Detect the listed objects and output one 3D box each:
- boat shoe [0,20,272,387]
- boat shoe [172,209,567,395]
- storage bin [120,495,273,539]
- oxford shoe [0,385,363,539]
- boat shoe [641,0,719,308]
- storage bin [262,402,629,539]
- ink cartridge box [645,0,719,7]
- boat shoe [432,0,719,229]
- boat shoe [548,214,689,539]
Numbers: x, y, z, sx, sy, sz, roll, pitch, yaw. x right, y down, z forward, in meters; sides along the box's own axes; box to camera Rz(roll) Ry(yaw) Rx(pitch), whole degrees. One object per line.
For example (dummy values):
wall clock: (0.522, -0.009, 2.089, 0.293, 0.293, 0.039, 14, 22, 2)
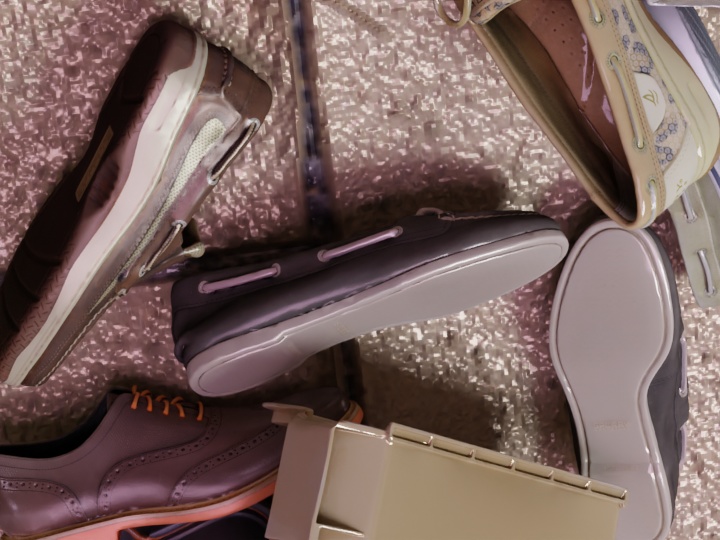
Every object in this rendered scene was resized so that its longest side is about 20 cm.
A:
boat shoe: (-0.108, -0.018, 0.978, 0.075, 0.075, 0.203, 22, 117, -26)
boat shoe: (0.000, 0.000, 1.002, 0.199, 0.057, 0.067, -20, 157, 1)
storage bin: (-0.112, 0.217, 1.089, 0.199, 0.135, 0.146, -27, 121, 10)
oxford shoe: (-0.097, 0.091, 1.050, 0.199, 0.071, 0.073, -20, 100, -7)
boat shoe: (0.160, -0.054, 0.987, 0.062, 0.072, 0.200, -22, 123, 14)
storage bin: (0.021, 0.184, 1.009, 0.198, 0.093, 0.201, 19, 79, -37)
ink cartridge box: (0.168, -0.211, 0.809, 0.144, 0.200, 0.146, -3, 122, -5)
boat shoe: (0.085, -0.112, 0.906, 0.200, 0.063, 0.073, 51, 141, -4)
boat shoe: (0.138, 0.052, 1.067, 0.066, 0.057, 0.201, 3, 120, 17)
